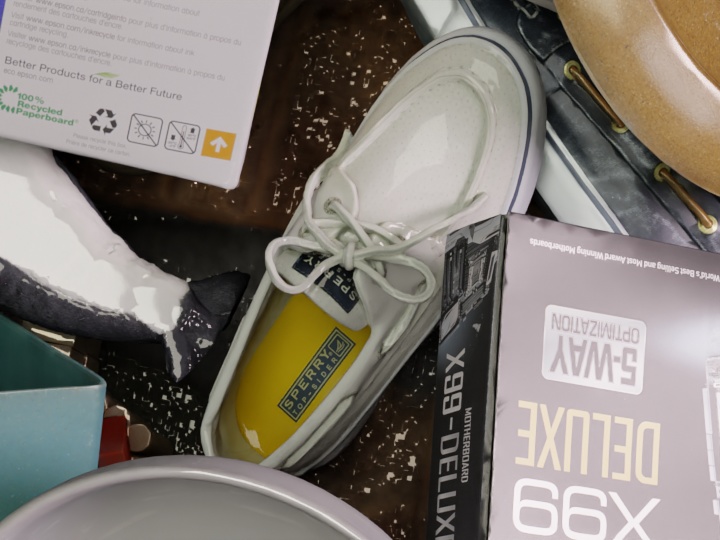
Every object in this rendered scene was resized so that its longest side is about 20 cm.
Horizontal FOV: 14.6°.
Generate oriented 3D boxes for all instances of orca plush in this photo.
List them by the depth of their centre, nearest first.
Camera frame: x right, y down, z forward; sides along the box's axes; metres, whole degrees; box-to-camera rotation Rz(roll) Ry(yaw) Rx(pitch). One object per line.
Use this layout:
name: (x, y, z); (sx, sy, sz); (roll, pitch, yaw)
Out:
orca plush: (-0.138, -0.029, 1.104); (0.199, 0.071, 0.106); (22, 78, -3)

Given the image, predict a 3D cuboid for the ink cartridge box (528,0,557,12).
ink cartridge box: (0.051, -0.209, 1.085); (0.176, 0.045, 0.201); (20, 63, -14)

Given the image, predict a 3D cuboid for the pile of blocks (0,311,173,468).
pile of blocks: (-0.095, 0.094, 1.106); (0.082, 0.062, 0.200); (-44, 77, -1)

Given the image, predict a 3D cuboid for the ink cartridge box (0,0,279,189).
ink cartridge box: (-0.118, -0.143, 1.014); (0.197, 0.047, 0.201); (13, 115, -5)

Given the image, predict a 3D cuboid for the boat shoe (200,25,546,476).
boat shoe: (-0.004, -0.002, 1.063); (0.075, 0.086, 0.202); (39, 110, 12)

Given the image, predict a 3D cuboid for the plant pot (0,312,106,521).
plant pot: (-0.187, 0.127, 1.050); (0.141, 0.141, 0.201); (-3, 102, -26)

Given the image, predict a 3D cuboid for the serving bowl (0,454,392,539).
serving bowl: (-0.051, 0.152, 0.979); (0.199, 0.066, 0.201); (3, 106, 11)

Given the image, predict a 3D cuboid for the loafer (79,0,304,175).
loafer: (-0.059, -0.120, 1.108); (0.076, 0.067, 0.200); (33, 106, 10)

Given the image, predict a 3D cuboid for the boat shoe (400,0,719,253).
boat shoe: (0.088, -0.079, 1.111); (0.091, 0.071, 0.201); (-34, 84, -1)

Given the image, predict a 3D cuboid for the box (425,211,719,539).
box: (0.121, 0.074, 1.031); (0.199, 0.050, 0.158); (11, 76, -26)

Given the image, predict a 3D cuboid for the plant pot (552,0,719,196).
plant pot: (0.146, -0.124, 1.058); (0.027, 0.199, 0.201); (-19, 74, 49)
